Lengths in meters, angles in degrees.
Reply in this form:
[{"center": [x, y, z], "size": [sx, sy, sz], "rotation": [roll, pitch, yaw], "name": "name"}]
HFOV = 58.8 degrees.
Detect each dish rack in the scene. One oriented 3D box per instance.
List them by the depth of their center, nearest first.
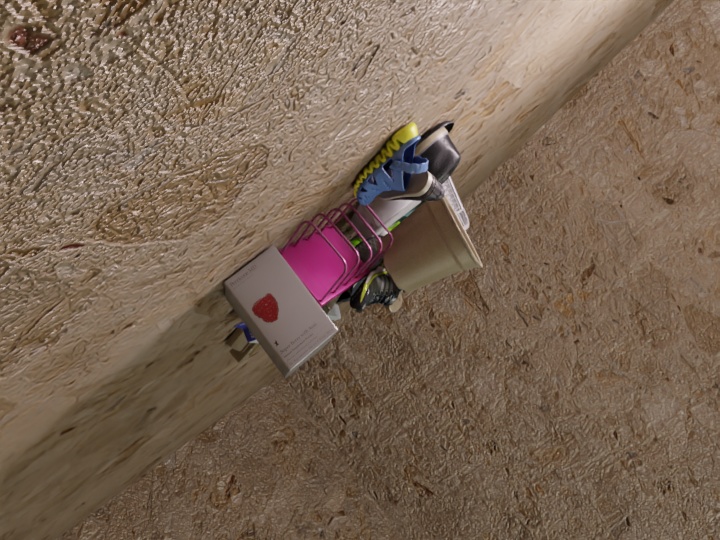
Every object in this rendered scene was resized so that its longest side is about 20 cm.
[{"center": [0.224, -0.191, 1.745], "size": [0.043, 0.204, 0.171], "rotation": [-21, -176, 31], "name": "dish rack"}]

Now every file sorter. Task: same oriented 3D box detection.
[{"center": [-0.045, -0.048, 1.297], "size": [0.126, 0.139, 0.199], "rotation": [-48, 171, 35], "name": "file sorter"}]

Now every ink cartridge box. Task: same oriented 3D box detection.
[{"center": [-0.164, 0.120, 1.476], "size": [0.196, 0.042, 0.199], "rotation": [-23, 165, 15], "name": "ink cartridge box"}]

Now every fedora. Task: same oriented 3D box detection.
[{"center": [0.154, -0.233, 1.420], "size": [0.200, 0.092, 0.201], "rotation": [-40, 174, -5], "name": "fedora"}]

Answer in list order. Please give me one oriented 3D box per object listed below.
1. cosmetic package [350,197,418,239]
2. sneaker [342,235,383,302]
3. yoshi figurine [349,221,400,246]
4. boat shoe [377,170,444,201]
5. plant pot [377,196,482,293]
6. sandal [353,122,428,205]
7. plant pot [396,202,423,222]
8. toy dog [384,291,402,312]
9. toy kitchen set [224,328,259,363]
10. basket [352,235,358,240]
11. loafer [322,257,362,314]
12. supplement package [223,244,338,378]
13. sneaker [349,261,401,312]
[{"center": [0.074, -0.161, 1.540], "size": [0.199, 0.072, 0.102], "rotation": [-38, 174, -27], "name": "cosmetic package"}, {"center": [-0.002, -0.001, 1.551], "size": [0.202, 0.077, 0.146], "rotation": [-42, 171, 2], "name": "sneaker"}, {"center": [0.015, -0.086, 1.655], "size": [0.197, 0.114, 0.112], "rotation": [-28, -164, -9], "name": "yoshi figurine"}, {"center": [0.095, -0.165, 1.286], "size": [0.199, 0.062, 0.074], "rotation": [15, -99, 59], "name": "boat shoe"}, {"center": [0.142, -0.052, 1.403], "size": [0.181, 0.204, 0.200], "rotation": [-29, 176, 13], "name": "plant pot"}, {"center": [0.059, -0.184, 1.222], "size": [0.079, 0.088, 0.200], "rotation": [-36, 174, -46], "name": "sandal"}, {"center": [0.133, -0.097, 1.758], "size": [0.200, 0.202, 0.134], "rotation": [-42, 173, 20], "name": "plant pot"}, {"center": [0.092, 0.002, 1.578], "size": [0.202, 0.129, 0.098], "rotation": [-61, 147, -34], "name": "toy dog"}, {"center": [-0.240, 0.211, 1.694], "size": [0.200, 0.181, 0.163], "rotation": [-46, 171, 17], "name": "toy kitchen set"}, {"center": [-0.027, -0.002, 1.784], "size": [0.198, 0.137, 0.180], "rotation": [-36, 180, -8], "name": "basket"}, {"center": [-0.049, 0.036, 1.399], "size": [0.075, 0.070, 0.200], "rotation": [-39, -178, 45], "name": "loafer"}, {"center": [-0.153, 0.080, 1.204], "size": [0.120, 0.201, 0.120], "rotation": [-37, 174, -17], "name": "supplement package"}, {"center": [0.042, 0.044, 1.404], "size": [0.074, 0.081, 0.200], "rotation": [-52, 174, 33], "name": "sneaker"}]
